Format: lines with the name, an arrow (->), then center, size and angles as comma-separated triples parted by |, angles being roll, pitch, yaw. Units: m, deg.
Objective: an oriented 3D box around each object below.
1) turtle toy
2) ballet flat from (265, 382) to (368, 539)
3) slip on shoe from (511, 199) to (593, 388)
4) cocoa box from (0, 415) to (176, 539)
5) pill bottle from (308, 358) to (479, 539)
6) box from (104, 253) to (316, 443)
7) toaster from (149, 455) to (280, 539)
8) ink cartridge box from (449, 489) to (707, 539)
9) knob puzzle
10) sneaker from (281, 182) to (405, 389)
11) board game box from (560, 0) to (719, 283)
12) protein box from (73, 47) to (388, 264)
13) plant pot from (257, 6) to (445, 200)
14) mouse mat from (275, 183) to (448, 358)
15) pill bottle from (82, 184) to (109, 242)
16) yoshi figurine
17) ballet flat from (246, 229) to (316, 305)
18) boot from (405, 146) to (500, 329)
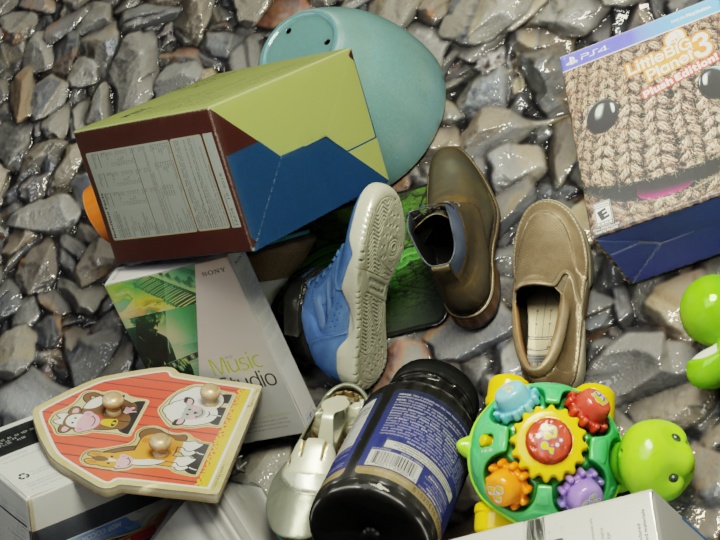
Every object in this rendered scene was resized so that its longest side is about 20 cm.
turtle toy -> 0.178, 0.154, 1.401 | 0.198, 0.101, 0.147 | 5, 71, 5
ballet flat -> -0.038, 0.165, 1.508 | 0.067, 0.064, 0.200 | 10, 29, 12
slip on shoe -> 0.167, 0.018, 1.524 | 0.075, 0.061, 0.202 | -10, 60, 28
cocoa box -> -0.251, 0.208, 1.572 | 0.199, 0.133, 0.133 | -20, 31, -34
pill bottle -> 0.037, 0.167, 1.449 | 0.111, 0.113, 0.200 | -10, 27, 27
box -> -0.142, 0.076, 1.610 | 0.143, 0.201, 0.036 | -13, 23, 26
toaster -> -0.124, 0.282, 1.516 | 0.201, 0.113, 0.129 | -54, 53, 18
ink cartridge box -> 0.170, 0.255, 1.338 | 0.198, 0.146, 0.085 | -19, 58, 24
knob puzzle -> -0.204, 0.135, 1.528 | 0.217, 0.031, 0.220 | 1, 30, -1
sneaker -> -0.024, 0.004, 1.595 | 0.111, 0.076, 0.202 | 21, 117, 34
board game box -> 0.281, -0.116, 1.503 | 0.158, 0.097, 0.202 | -20, 56, 22
protein box -> -0.121, -0.107, 1.583 | 0.199, 0.136, 0.198 | -4, 18, 44
plant pot -> -0.030, -0.191, 1.715 | 0.198, 0.135, 0.202 | -15, 56, 24
mouse mat -> 0.000, 0.000, 1.677 | 0.198, 0.008, 0.162 | -15, 58, 27
pill bottle -> -0.199, -0.103, 1.795 | 0.199, 0.106, 0.107 | -28, 53, 17
yoshi figurine -> 0.346, 0.019, 1.390 | 0.199, 0.112, 0.112 | -33, 36, 16
ballet flat -> -0.131, 0.015, 1.634 | 0.198, 0.068, 0.073 | -13, 88, 12
boot -> 0.087, -0.054, 1.589 | 0.074, 0.097, 0.202 | -18, 56, 15
